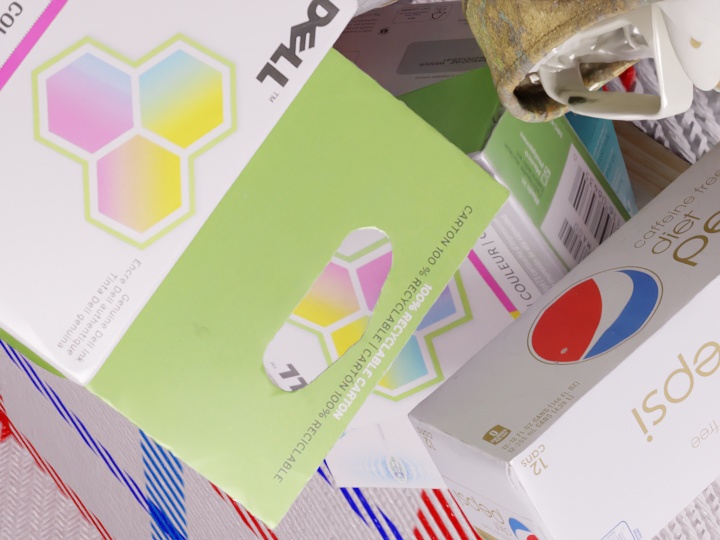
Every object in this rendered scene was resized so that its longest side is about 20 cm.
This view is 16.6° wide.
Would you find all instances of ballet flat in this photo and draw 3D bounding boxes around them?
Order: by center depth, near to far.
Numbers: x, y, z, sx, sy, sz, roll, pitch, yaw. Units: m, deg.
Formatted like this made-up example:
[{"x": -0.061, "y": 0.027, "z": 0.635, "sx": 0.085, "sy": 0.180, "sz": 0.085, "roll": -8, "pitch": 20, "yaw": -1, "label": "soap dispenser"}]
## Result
[{"x": 0.095, "y": -0.080, "z": 0.735, "sx": 0.071, "sy": 0.071, "sz": 0.200, "roll": 54, "pitch": 156, "yaw": -12, "label": "ballet flat"}]

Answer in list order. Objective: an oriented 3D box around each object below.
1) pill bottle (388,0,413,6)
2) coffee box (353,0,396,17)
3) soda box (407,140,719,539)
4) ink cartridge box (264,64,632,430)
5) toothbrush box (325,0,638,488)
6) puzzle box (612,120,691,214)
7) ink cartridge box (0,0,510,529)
[{"x": -0.059, "y": -0.182, "z": 1.042, "sx": 0.201, "sy": 0.112, "sz": 0.112, "roll": 57, "pitch": 162, "yaw": -21, "label": "pill bottle"}, {"x": 0.008, "y": -0.149, "z": 0.758, "sx": 0.115, "sy": 0.079, "sz": 0.200, "roll": 66, "pitch": 172, "yaw": -3, "label": "coffee box"}, {"x": 0.116, "y": 0.018, "z": 0.856, "sx": 0.068, "sy": 0.200, "sz": 0.064, "roll": 21, "pitch": 147, "yaw": 58, "label": "soda box"}, {"x": 0.000, "y": 0.000, "z": 0.938, "sx": 0.199, "sy": 0.059, "sz": 0.104, "roll": -16, "pitch": 124, "yaw": 35, "label": "ink cartridge box"}, {"x": 0.036, "y": -0.007, "z": 1.022, "sx": 0.146, "sy": 0.086, "sz": 0.201, "roll": 0, "pitch": 132, "yaw": 25, "label": "toothbrush box"}, {"x": 0.171, "y": 0.029, "z": 1.037, "sx": 0.200, "sy": 0.025, "sz": 0.133, "roll": 39, "pitch": 158, "yaw": 35, "label": "puzzle box"}, {"x": -0.052, "y": -0.027, "z": 0.769, "sx": 0.200, "sy": 0.148, "sz": 0.076, "roll": 38, "pitch": 172, "yaw": -18, "label": "ink cartridge box"}]
